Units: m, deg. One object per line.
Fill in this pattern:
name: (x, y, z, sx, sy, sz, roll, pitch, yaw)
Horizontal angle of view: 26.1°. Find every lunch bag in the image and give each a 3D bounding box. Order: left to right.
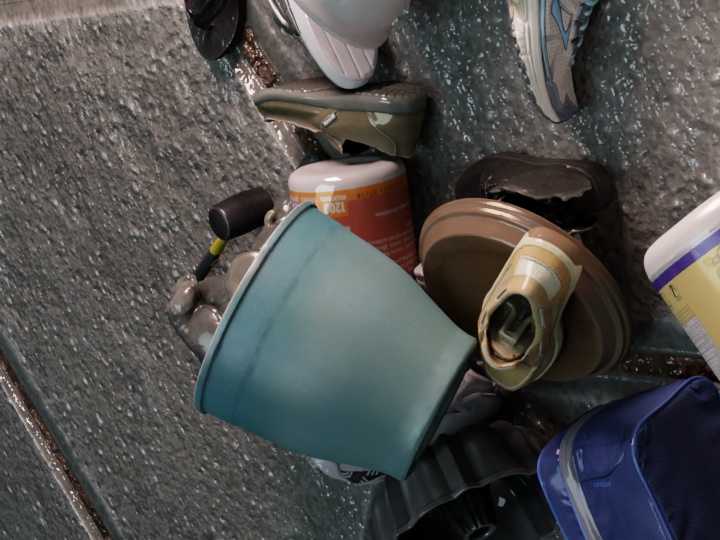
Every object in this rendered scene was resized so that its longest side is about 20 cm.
lunch bag: (0.244, 0.201, 1.277, 0.132, 0.135, 0.202, -22, 94, 50)

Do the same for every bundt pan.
bundt pan: (0.095, 0.208, 1.410, 0.076, 0.200, 0.203, 65, 145, 34)

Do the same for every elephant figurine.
elephant figurine: (-0.084, 0.014, 1.517, 0.199, 0.142, 0.156, -34, 100, 24)

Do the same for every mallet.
mallet: (-0.144, -0.029, 1.665, 0.041, 0.065, 0.200, 57, 154, 11)

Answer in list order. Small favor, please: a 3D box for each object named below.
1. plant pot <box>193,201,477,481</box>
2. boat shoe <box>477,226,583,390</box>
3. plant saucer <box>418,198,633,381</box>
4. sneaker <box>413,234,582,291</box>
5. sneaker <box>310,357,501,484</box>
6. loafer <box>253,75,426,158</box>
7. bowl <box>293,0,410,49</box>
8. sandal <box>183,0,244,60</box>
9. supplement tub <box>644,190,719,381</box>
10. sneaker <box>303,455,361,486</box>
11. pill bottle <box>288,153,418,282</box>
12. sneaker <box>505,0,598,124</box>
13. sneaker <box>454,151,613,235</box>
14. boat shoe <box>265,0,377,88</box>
plant pot: (-0.011, 0.076, 1.309, 0.187, 0.200, 0.201, 29, 131, 8)
boat shoe: (0.118, 0.047, 1.216, 0.071, 0.076, 0.201, 26, 150, 15)
plant saucer: (0.130, 0.023, 1.278, 0.198, 0.030, 0.201, 27, 149, 17)
sneaker: (0.125, 0.020, 1.365, 0.199, 0.078, 0.100, 3, 125, 54)
sneaker: (0.048, 0.126, 1.413, 0.075, 0.198, 0.115, 58, 136, 33)
loafer: (-0.023, -0.138, 1.443, 0.199, 0.075, 0.071, 11, 113, 44)
bowl: (-0.009, -0.293, 1.289, 0.090, 0.201, 0.203, -31, 85, 26)
sandal: (-0.146, -0.295, 1.518, 0.075, 0.048, 0.202, 39, 133, 27)
supplement tub: (0.313, 0.033, 1.112, 0.201, 0.145, 0.145, 56, 139, 10)
sneaker: (0.000, 0.177, 1.592, 0.199, 0.077, 0.089, -3, 120, 53)
pill bottle: (0.000, 0.000, 1.449, 0.111, 0.111, 0.203, 4, 107, 46)
sneaker: (0.156, -0.206, 1.216, 0.085, 0.078, 0.202, -13, 125, 8)
sneaker: (0.130, -0.058, 1.295, 0.198, 0.104, 0.061, 2, 111, 46)
boat shoe: (-0.046, -0.245, 1.430, 0.202, 0.071, 0.071, 65, 147, 17)
